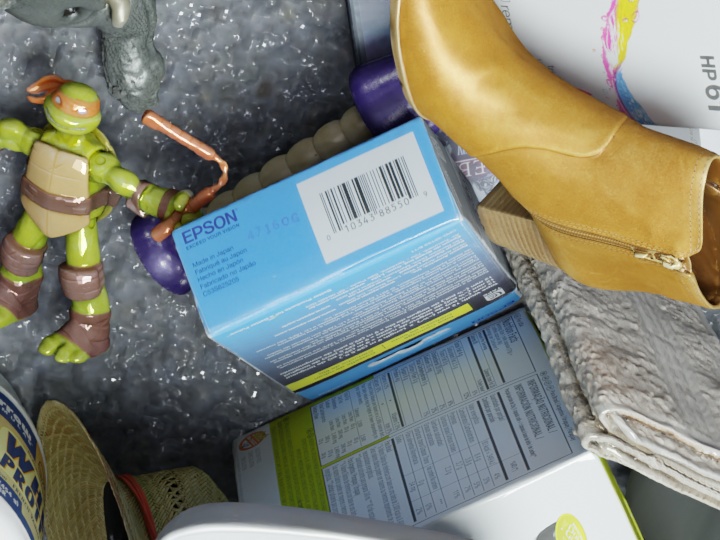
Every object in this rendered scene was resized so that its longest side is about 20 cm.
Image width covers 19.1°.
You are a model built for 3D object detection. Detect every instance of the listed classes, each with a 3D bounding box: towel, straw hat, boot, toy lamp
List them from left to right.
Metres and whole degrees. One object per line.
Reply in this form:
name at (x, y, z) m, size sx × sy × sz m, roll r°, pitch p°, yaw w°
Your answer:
straw hat at (-0.109, 0.159, 1.180) m, size 0.085 × 0.201 × 0.203 m, roll -14°, pitch 112°, yaw -22°
toy lamp at (-0.031, -0.056, 1.141) m, size 0.199 × 0.058 × 0.058 m, roll -32°, pitch 111°, yaw 23°
boot at (0.103, -0.069, 1.007) m, size 0.071 × 0.143 × 0.202 m, roll -52°, pitch 136°, yaw -28°
towel at (0.148, 0.045, 1.138) m, size 0.132 × 0.201 × 0.035 m, roll 26°, pitch 116°, yaw -28°

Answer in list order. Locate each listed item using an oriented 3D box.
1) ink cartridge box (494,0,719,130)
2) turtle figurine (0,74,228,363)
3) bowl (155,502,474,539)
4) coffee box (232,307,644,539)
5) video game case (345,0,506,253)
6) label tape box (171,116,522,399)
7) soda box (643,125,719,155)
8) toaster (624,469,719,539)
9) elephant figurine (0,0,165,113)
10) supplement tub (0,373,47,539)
ink cartridge box at (0.144, -0.151, 1.031) m, size 0.199 × 0.085 × 0.145 m, roll 5°, pitch 126°, yaw 31°
turtle figurine at (-0.168, -0.041, 1.140) m, size 0.199 × 0.064 × 0.162 m, roll 18°, pitch 119°, yaw 7°
bowl at (-0.022, 0.203, 1.038) m, size 0.198 × 0.075 × 0.201 m, roll 8°, pitch 109°, yaw -8°
coffee box at (0.061, 0.176, 1.182) m, size 0.197 × 0.200 × 0.201 m, roll -25°, pitch 111°, yaw 3°
video game case at (0.070, -0.099, 1.167) m, size 0.142 × 0.019 × 0.201 m, roll -11°, pitch 120°, yaw -3°
label tape box at (0.000, 0.000, 1.147) m, size 0.142 × 0.200 × 0.066 m, roll -25°, pitch 74°, yaw 7°
soda box at (0.182, -0.147, 1.131) m, size 0.063 × 0.068 × 0.201 m, roll -23°, pitch 122°, yaw -16°
toaster at (0.270, 0.144, 1.195) m, size 0.180 × 0.200 × 0.119 m, roll 19°, pitch 105°, yaw -23°
elephant figurine at (-0.161, -0.182, 1.075) m, size 0.155 × 0.141 × 0.201 m, roll 35°, pitch 121°, yaw 12°
supplement tub at (-0.238, 0.130, 1.128) m, size 0.143 × 0.200 × 0.146 m, roll -2°, pitch 110°, yaw -6°
